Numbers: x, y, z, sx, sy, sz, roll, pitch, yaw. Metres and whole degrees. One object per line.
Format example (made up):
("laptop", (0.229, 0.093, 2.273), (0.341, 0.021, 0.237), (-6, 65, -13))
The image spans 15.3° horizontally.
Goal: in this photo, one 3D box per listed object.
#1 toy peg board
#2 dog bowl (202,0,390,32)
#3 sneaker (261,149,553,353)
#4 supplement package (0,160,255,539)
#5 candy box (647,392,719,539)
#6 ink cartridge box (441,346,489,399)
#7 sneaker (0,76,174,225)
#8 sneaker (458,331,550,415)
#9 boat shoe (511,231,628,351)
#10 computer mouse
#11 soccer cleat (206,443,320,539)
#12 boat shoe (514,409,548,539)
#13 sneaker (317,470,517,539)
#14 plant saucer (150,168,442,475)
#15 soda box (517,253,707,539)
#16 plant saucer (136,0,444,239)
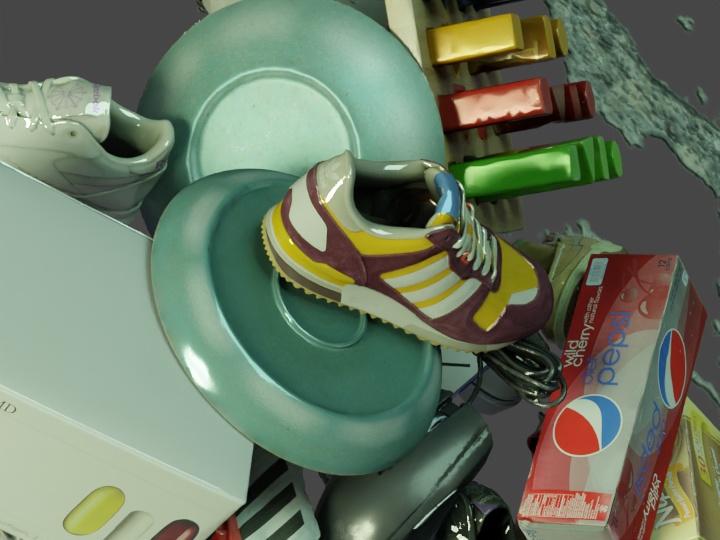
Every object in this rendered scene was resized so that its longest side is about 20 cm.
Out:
("toy peg board", (0.096, -0.127, 1.726), (0.200, 0.097, 0.201), (-9, 90, -73))
("dog bowl", (-0.033, -0.173, 1.786), (0.199, 0.059, 0.200), (24, 19, -8))
("sneaker", (0.046, -0.013, 1.534), (0.199, 0.090, 0.075), (14, 51, -33))
("supplement package", (-0.166, 0.058, 1.490), (0.199, 0.111, 0.156), (27, 42, -21))
("candy box", (0.237, 0.180, 1.735), (0.200, 0.055, 0.116), (45, 31, -40))
("ink cartridge box", (0.000, 0.000, 1.703), (0.094, 0.044, 0.200), (-39, 85, -7))
("sneaker", (-0.203, -0.093, 1.596), (0.199, 0.100, 0.075), (18, 48, -28))
("sneaker", (0.050, 0.001, 1.763), (0.200, 0.071, 0.073), (46, 39, 0))
("boat shoe", (0.129, 0.008, 1.804), (0.076, 0.072, 0.200), (23, 7, 8))
("computer mouse", (0.013, 0.092, 1.596), (0.140, 0.200, 0.046), (37, -9, 30))
("soccer cleat", (-0.058, 0.132, 1.564), (0.085, 0.068, 0.201), (34, 43, -28))
("boat shoe", (0.138, 0.118, 1.750), (0.062, 0.071, 0.201), (3, 42, 10))
("sneaker", (0.051, 0.143, 1.627), (0.076, 0.088, 0.201), (-18, 69, -48))
("plant saucer", (-0.028, 0.022, 1.532), (0.199, 0.027, 0.201), (23, 46, -26))
("soda box", (0.157, 0.089, 1.663), (0.070, 0.063, 0.201), (58, 43, -46))
("plant saucer", (-0.049, -0.069, 1.638), (0.201, 0.201, 0.039), (50, 11, 5))
